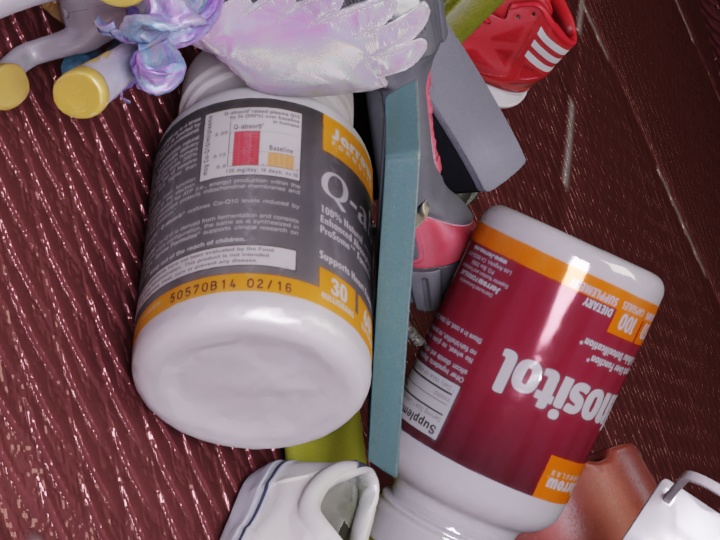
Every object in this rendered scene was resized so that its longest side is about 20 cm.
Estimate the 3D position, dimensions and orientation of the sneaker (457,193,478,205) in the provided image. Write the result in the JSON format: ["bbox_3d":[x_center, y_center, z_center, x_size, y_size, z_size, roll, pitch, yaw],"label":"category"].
[{"bbox_3d":[0.036,-0.123,1.175,0.091,0.076,0.200,31,38,-45],"label":"sneaker"}]

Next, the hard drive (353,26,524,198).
[{"bbox_3d":[0.003,-0.120,0.981,0.200,0.135,0.042,52,52,-35],"label":"hard drive"}]

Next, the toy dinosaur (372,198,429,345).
[{"bbox_3d":[0.000,0.000,0.896,0.200,0.047,0.088,-164,-115,-71],"label":"toy dinosaur"}]

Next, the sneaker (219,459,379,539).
[{"bbox_3d":[-0.036,0.155,0.762,0.073,0.071,0.200,60,25,-28],"label":"sneaker"}]

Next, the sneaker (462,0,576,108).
[{"bbox_3d":[0.064,-0.190,1.108,0.200,0.116,0.078,15,57,-29],"label":"sneaker"}]

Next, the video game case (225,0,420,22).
[{"bbox_3d":[-0.065,-0.203,0.840,0.023,0.200,0.182,-34,107,-26],"label":"video game case"}]

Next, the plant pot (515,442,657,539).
[{"bbox_3d":[0.141,0.224,0.996,0.201,0.201,0.196,7,59,-66],"label":"plant pot"}]

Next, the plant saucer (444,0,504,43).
[{"bbox_3d":[0.008,-0.212,0.942,0.200,0.200,0.048,34,60,-10],"label":"plant saucer"}]

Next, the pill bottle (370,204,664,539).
[{"bbox_3d":[0.082,0.074,0.898,0.113,0.113,0.200,15,100,-64],"label":"pill bottle"}]

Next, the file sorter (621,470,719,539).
[{"bbox_3d":[0.148,0.211,0.729,0.139,0.200,0.125,34,-8,13],"label":"file sorter"}]

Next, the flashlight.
[{"bbox_3d":[0.033,-0.076,0.910,0.068,0.068,0.200,-124,-157,-57],"label":"flashlight"}]

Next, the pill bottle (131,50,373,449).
[{"bbox_3d":[-0.051,-0.020,0.806,0.116,0.116,0.200,50,31,-43],"label":"pill bottle"}]

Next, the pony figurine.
[{"bbox_3d":[-0.086,-0.137,0.730,0.200,0.193,0.167,-53,131,-59],"label":"pony figurine"}]

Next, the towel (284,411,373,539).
[{"bbox_3d":[-0.028,0.067,0.928,0.086,0.018,0.200,30,47,-54],"label":"towel"}]

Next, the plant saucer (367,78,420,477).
[{"bbox_3d":[0.015,0.008,0.785,0.070,0.019,0.200,-90,-177,-53],"label":"plant saucer"}]
